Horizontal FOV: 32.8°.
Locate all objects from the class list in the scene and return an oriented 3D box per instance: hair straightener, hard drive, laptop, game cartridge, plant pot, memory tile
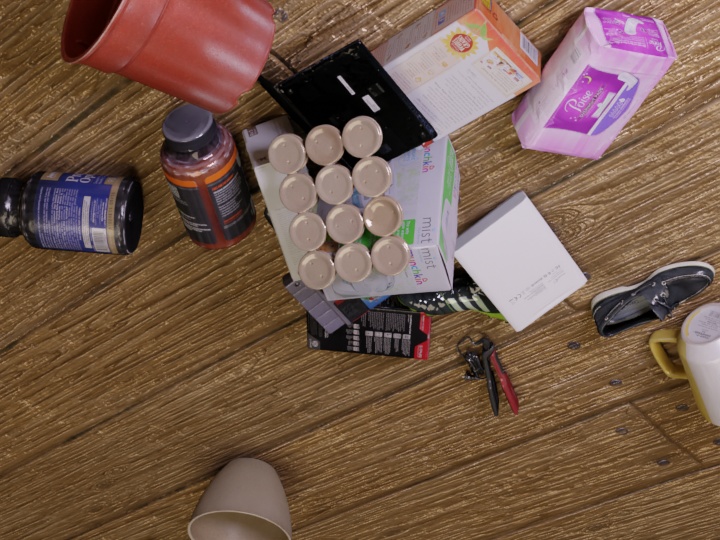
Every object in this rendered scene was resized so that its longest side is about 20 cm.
[{"bbox_3d":[0.202,0.175,2.020,0.076,0.041,0.201,-9,138,19],"label":"hair straightener"},{"bbox_3d":[0.229,-0.010,1.769,0.131,0.026,0.200,-36,128,9],"label":"hard drive"},{"bbox_3d":[-0.029,-0.217,1.551,0.198,0.104,0.177,-24,132,28],"label":"laptop"},{"bbox_3d":[0.000,0.000,1.794,0.199,0.039,0.130,-35,125,10],"label":"game cartridge"},{"bbox_3d":[-0.216,-0.291,1.430,0.194,0.203,0.200,24,139,-32],"label":"plant pot"},{"bbox_3d":[-0.025,-0.083,1.525,0.151,0.017,0.203,-12,97,17],"label":"memory tile"}]

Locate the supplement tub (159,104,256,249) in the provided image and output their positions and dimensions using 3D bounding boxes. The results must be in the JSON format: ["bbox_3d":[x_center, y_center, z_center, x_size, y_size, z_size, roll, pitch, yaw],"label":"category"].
[{"bbox_3d":[-0.211,-0.130,1.674,0.105,0.108,0.201,-1,140,10],"label":"supplement tub"}]

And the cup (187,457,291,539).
[{"bbox_3d":[-0.218,0.445,2.334,0.197,0.145,0.202,5,140,4],"label":"cup"}]

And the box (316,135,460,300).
[{"bbox_3d":[0.038,-0.070,1.630,0.174,0.202,0.097,-5,139,17],"label":"box"}]

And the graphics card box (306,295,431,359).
[{"bbox_3d":[0.013,0.079,1.930,0.197,0.051,0.126,4,141,3],"label":"graphics card box"}]

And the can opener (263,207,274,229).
[{"bbox_3d":[-0.077,-0.029,1.822,0.200,0.079,0.063,44,168,-32],"label":"can opener"}]

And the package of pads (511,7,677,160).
[{"bbox_3d":[0.280,-0.223,1.491,0.119,0.077,0.201,4,144,-22],"label":"package of pads"}]

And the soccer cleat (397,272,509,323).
[{"bbox_3d":[0.155,0.029,1.844,0.197,0.068,0.082,5,132,-7],"label":"soccer cleat"}]

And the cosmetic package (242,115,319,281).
[{"bbox_3d":[-0.094,-0.097,1.668,0.073,0.102,0.202,-18,131,-4],"label":"cosmetic package"}]

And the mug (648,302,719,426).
[{"bbox_3d":[0.534,0.137,1.847,0.185,0.150,0.154,-23,124,23],"label":"mug"}]

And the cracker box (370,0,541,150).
[{"bbox_3d":[0.107,-0.248,1.517,0.199,0.058,0.134,-27,128,34],"label":"cracker box"}]

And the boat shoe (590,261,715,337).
[{"bbox_3d":[0.431,0.048,1.810,0.197,0.067,0.075,-19,134,28],"label":"boat shoe"}]

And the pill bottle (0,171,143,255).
[{"bbox_3d":[-0.420,-0.084,1.759,0.197,0.113,0.113,5,141,4],"label":"pill bottle"}]
